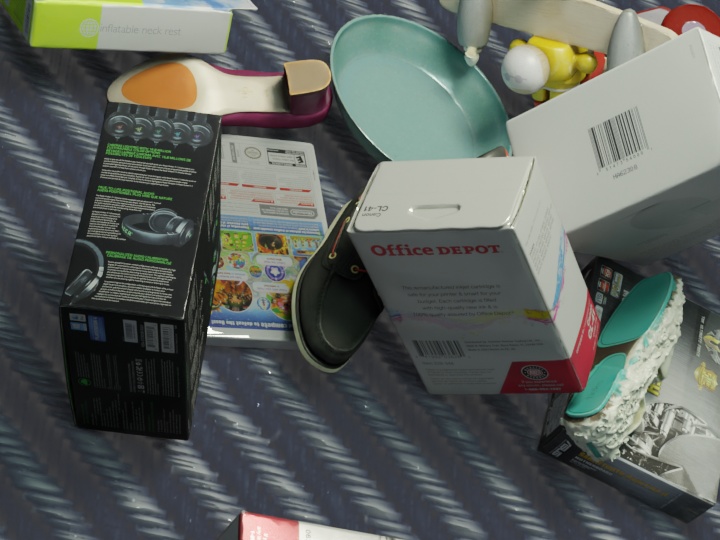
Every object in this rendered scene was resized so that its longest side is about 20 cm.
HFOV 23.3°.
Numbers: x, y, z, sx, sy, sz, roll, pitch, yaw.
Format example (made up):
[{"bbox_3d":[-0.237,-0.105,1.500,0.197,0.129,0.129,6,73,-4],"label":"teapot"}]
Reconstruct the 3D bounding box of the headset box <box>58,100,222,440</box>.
[{"bbox_3d":[-0.160,-0.004,1.319,0.092,0.175,0.202,7,56,0],"label":"headset box"}]

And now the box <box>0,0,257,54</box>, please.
[{"bbox_3d":[-0.202,-0.231,1.501,0.198,0.048,0.122,-1,29,-27],"label":"box"}]

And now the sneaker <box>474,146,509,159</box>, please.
[{"bbox_3d":[0.118,-0.031,1.487,0.067,0.201,0.109,-28,80,-6],"label":"sneaker"}]

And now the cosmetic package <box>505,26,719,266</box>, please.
[{"bbox_3d":[0.270,-0.101,1.522,0.199,0.198,0.124,11,61,-52],"label":"cosmetic package"}]

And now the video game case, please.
[{"bbox_3d":[-0.092,-0.027,1.480,0.142,0.018,0.202,4,59,-26],"label":"video game case"}]

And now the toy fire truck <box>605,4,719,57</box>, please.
[{"bbox_3d":[0.283,-0.161,1.712,0.166,0.112,0.202,-15,69,-11],"label":"toy fire truck"}]

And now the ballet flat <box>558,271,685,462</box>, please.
[{"bbox_3d":[0.230,0.087,1.494,0.072,0.072,0.200,38,53,0],"label":"ballet flat"}]

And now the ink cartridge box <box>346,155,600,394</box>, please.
[{"bbox_3d":[0.097,0.008,1.415,0.201,0.146,0.086,65,36,-39],"label":"ink cartridge box"}]

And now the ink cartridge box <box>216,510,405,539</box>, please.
[{"bbox_3d":[-0.011,0.273,1.291,0.198,0.083,0.148,12,55,-20],"label":"ink cartridge box"}]

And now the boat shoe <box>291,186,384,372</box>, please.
[{"bbox_3d":[-0.002,-0.002,1.463,0.074,0.063,0.202,39,45,-17],"label":"boat shoe"}]

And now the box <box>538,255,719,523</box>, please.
[{"bbox_3d":[0.252,0.104,1.557,0.157,0.048,0.201,26,52,-10],"label":"box"}]

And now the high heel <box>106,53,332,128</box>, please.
[{"bbox_3d":[-0.123,-0.149,1.535,0.198,0.096,0.068,-10,74,-8],"label":"high heel"}]

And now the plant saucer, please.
[{"bbox_3d":[0.050,-0.147,1.604,0.199,0.036,0.201,22,46,-24],"label":"plant saucer"}]

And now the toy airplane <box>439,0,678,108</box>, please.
[{"bbox_3d":[0.178,-0.221,1.596,0.199,0.200,0.141,48,59,-5],"label":"toy airplane"}]
